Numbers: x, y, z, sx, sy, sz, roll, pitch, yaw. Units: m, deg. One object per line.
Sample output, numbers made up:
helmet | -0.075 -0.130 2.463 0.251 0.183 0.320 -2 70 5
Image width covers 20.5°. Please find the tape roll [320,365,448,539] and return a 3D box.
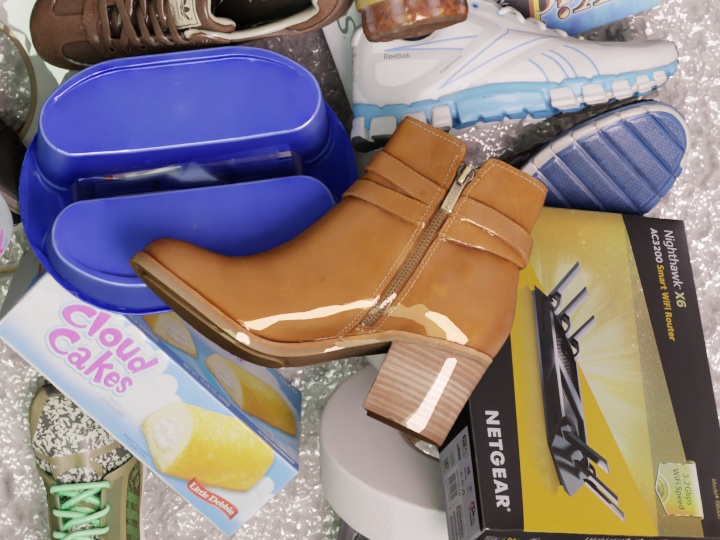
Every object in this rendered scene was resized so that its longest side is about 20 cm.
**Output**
tape roll | 0.075 0.108 1.211 0.201 0.203 0.037 0 117 1

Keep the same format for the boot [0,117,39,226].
boot | -0.305 -0.056 1.191 0.203 0.074 0.154 34 113 -12

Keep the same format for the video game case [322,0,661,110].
video game case | 0.057 -0.211 1.174 0.198 0.046 0.183 -19 112 8

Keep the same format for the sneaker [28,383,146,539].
sneaker | -0.176 0.170 1.307 0.076 0.089 0.202 -9 112 4

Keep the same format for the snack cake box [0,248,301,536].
snack cake box | -0.129 0.059 1.248 0.067 0.115 0.200 -43 106 16

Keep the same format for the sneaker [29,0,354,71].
sneaker | -0.102 -0.157 1.136 0.198 0.076 0.071 -11 97 9

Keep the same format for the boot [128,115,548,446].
boot | -0.008 -0.016 1.059 0.199 0.077 0.156 24 81 5

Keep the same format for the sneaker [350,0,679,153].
sneaker | 0.087 -0.127 1.151 0.198 0.075 0.088 -9 86 -9

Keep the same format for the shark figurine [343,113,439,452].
shark figurine | -0.001 0.022 1.199 0.128 0.089 0.216 -31 77 46

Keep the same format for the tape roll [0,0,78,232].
tape roll | -0.248 -0.117 1.219 0.201 0.037 0.205 0 112 1

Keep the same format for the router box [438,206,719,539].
router box | 0.120 0.064 1.126 0.156 0.202 0.052 4 153 -20

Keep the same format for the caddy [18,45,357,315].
caddy | -0.099 -0.050 1.145 0.198 0.105 0.143 -6 84 -5

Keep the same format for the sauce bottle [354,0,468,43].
sauce bottle | 0.011 -0.230 1.097 0.065 0.066 0.202 -13 92 6

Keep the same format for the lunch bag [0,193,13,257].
lunch bag | -0.299 -0.050 1.109 0.160 0.077 0.201 -29 113 19

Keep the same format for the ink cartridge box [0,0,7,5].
ink cartridge box | -0.226 -0.210 1.079 0.116 0.068 0.200 45 132 1

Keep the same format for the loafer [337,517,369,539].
loafer | -0.009 0.227 1.345 0.072 0.073 0.202 21 102 1

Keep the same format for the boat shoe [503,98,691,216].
boat shoe | 0.112 -0.048 1.223 0.199 0.073 0.072 -33 111 19
